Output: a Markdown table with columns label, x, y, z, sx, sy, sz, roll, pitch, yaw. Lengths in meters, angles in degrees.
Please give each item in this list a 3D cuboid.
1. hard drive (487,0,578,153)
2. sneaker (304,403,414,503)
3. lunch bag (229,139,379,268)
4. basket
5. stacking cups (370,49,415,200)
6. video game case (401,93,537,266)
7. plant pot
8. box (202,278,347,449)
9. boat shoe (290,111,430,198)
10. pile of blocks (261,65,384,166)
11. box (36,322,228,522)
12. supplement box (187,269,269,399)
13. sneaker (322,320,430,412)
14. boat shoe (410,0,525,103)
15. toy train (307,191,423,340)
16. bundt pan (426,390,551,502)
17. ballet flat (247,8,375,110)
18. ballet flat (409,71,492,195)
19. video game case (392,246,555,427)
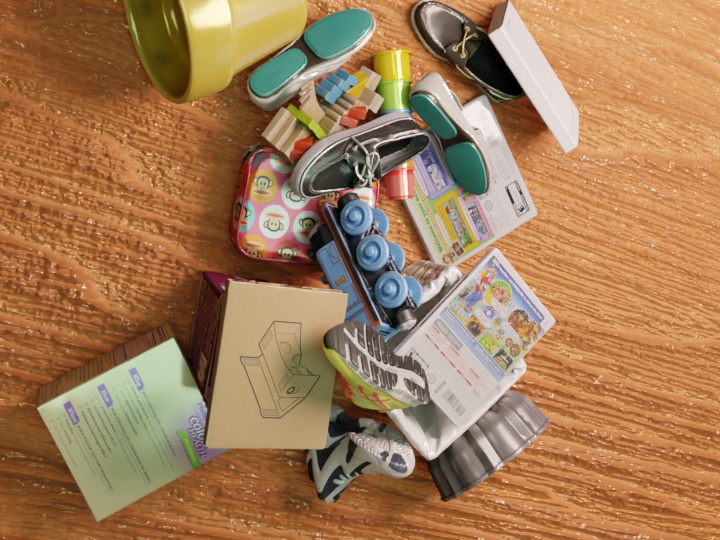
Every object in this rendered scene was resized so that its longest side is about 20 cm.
| label | x | y | z | sx | sy | sz | roll | pitch | yaw |
| --- | --- | --- | --- | --- | --- | --- | --- | --- | --- |
| hard drive | 0.250 | -0.279 | 1.422 | 0.026 | 0.133 | 0.201 | -29 | 110 | 27 |
| sneaker | -0.008 | 0.281 | 1.416 | 0.079 | 0.196 | 0.132 | -25 | 125 | -52 |
| lunch bag | -0.075 | -0.096 | 1.373 | 0.196 | 0.082 | 0.180 | 10 | 96 | -18 |
| basket | 0.091 | 0.115 | 1.418 | 0.199 | 0.161 | 0.199 | -40 | 108 | -6 |
| stacking cups | 0.050 | -0.201 | 1.387 | 0.059 | 0.060 | 0.205 | -5 | 90 | -16 |
| video game case | 0.147 | -0.126 | 1.468 | 0.180 | 0.022 | 0.203 | -31 | 107 | -10 |
| plant pot | -0.176 | -0.333 | 1.254 | 0.186 | 0.200 | 0.205 | -22 | 105 | -27 |
| box | -0.102 | 0.118 | 1.221 | 0.160 | 0.021 | 0.205 | 6 | 97 | -27 |
| boat shoe | 0.003 | -0.141 | 1.301 | 0.197 | 0.068 | 0.075 | -25 | 135 | -25 |
| pile of blocks | -0.036 | -0.210 | 1.309 | 0.199 | 0.062 | 0.083 | -41 | 147 | -24 |
| box | -0.306 | 0.200 | 1.345 | 0.197 | 0.097 | 0.179 | -27 | 106 | -10 |
| supplement box | -0.161 | 0.083 | 1.315 | 0.101 | 0.200 | 0.134 | 9 | 98 | -17 |
| sneaker | 0.005 | 0.133 | 1.244 | 0.089 | 0.079 | 0.199 | -24 | 140 | 25 |
| boat shoe | 0.158 | -0.314 | 1.418 | 0.200 | 0.061 | 0.072 | 36 | 88 | -19 |
| toy train | 0.000 | 0.000 | 1.292 | 0.113 | 0.086 | 0.203 | -32 | 70 | 17 |
| bundt pan | 0.178 | 0.247 | 1.460 | 0.200 | 0.202 | 0.076 | -36 | 82 | -8 |
| ballet flat | -0.067 | -0.283 | 1.350 | 0.198 | 0.069 | 0.070 | -36 | 107 | -8 |
| ballet flat | 0.138 | -0.196 | 1.405 | 0.069 | 0.069 | 0.201 | -42 | 121 | -6 |
| video game case | 0.154 | 0.090 | 1.342 | 0.200 | 0.018 | 0.143 | -45 | 109 | -6 |
